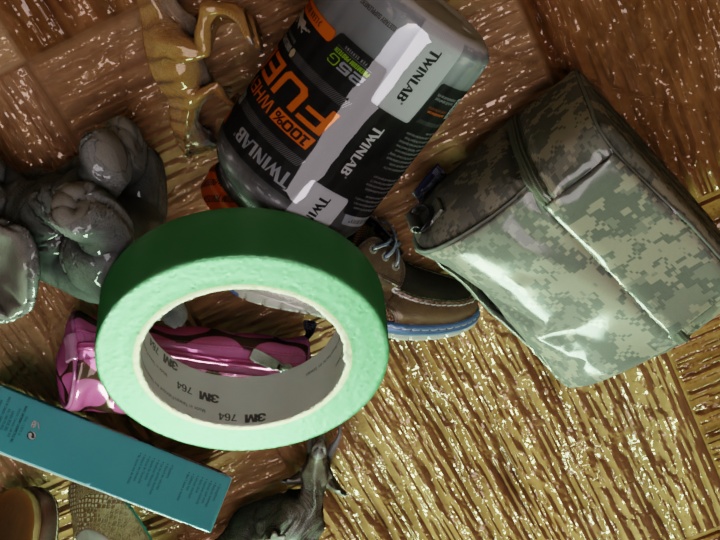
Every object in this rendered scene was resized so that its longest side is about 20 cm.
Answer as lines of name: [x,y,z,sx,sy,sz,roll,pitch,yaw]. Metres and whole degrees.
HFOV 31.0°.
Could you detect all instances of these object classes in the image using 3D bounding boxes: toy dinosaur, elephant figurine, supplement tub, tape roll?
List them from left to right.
elephant figurine: [-0.244,-0.035,0.928,0.199,0.156,0.142,-9,164,12]
toy dinosaur: [-0.126,-0.162,0.886,0.106,0.060,0.201,-15,120,6]
tape roll: [-0.081,0.045,0.893,0.200,0.048,0.201,-2,135,-2]
toy dinosaur: [-0.077,0.224,1.101,0.077,0.102,0.200,41,119,-16]
supplement tub: [-0.015,-0.107,0.884,0.122,0.123,0.200,31,109,-20]

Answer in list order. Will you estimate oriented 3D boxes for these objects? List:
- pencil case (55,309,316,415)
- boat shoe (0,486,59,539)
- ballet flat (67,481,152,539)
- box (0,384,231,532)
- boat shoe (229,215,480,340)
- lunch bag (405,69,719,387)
pencil case: [-0.135,0.076,1.007,0.199,0.094,0.091,5,82,-10]
boat shoe: [-0.299,0.271,1.125,0.070,0.070,0.200,2,120,-49]
ballet flat: [-0.195,0.267,1.091,0.070,0.065,0.200,-29,97,37]
box: [-0.209,0.149,1.042,0.199,0.082,0.049,25,80,-18]
boat shoe: [0.000,0.000,0.983,0.199,0.072,0.073,9,118,-10]
lunch bag: [0.153,-0.021,0.944,0.168,0.139,0.200,-40,115,17]
